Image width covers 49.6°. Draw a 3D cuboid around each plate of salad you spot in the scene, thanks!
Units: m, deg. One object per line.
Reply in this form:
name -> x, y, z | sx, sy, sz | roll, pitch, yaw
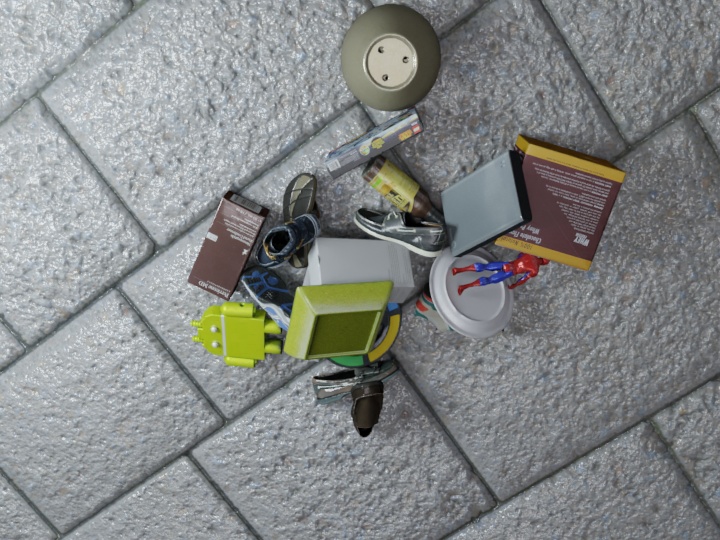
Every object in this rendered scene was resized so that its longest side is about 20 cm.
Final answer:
plate of salad -> 0.225, 0.043, 1.591 | 0.197, 0.048, 0.203 | 8, 67, -20

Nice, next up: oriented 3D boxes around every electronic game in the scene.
electronic game -> -0.005, 0.112, 1.639 | 0.197, 0.042, 0.203 | -7, 111, -19

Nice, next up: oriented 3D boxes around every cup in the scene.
cup -> 0.056, -0.393, 1.457 | 0.197, 0.143, 0.204 | 1, 108, 3

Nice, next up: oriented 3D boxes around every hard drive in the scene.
hard drive -> 0.238, -0.124, 1.499 | 0.032, 0.199, 0.142 | 4, 69, -34

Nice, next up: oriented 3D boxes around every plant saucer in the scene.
plant saucer -> -0.040, 0.110, 1.531 | 0.196, 0.048, 0.202 | -3, 138, -19

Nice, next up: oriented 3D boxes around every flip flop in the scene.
flip flop -> -0.114, -0.103, 1.597 | 0.080, 0.057, 0.203 | 20, 116, 38

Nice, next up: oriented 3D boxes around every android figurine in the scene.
android figurine -> -0.264, 0.135, 1.665 | 0.196, 0.041, 0.184 | 6, 131, -2

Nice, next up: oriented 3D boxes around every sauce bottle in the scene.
sauce bottle -> 0.094, -0.152, 1.570 | 0.199, 0.065, 0.065 | 37, 105, -10

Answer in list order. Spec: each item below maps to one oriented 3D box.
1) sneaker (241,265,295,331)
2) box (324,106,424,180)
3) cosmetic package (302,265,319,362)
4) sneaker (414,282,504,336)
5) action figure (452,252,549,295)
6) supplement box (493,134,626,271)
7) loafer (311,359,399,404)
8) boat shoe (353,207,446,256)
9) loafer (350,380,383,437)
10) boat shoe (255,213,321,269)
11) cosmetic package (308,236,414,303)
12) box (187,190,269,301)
sneaker -> -0.173, 0.071, 1.605 | 0.200, 0.075, 0.077 | 42, 144, 15
box -> 0.028, -0.248, 1.506 | 0.198, 0.137, 0.040 | -27, 105, 11
cosmetic package -> -0.099, 0.088, 1.661 | 0.081, 0.051, 0.203 | 16, 107, -2
sneaker -> 0.206, 0.099, 1.653 | 0.197, 0.071, 0.094 | 23, 130, -10
action figure -> 0.284, 0.006, 1.574 | 0.197, 0.099, 0.066 | -13, 74, -4
supplement box -> 0.377, -0.135, 1.529 | 0.194, 0.133, 0.203 | 16, 107, -3
loafer -> -0.014, 0.231, 1.694 | 0.198, 0.072, 0.064 | -23, 99, 11
boat shoe -> 0.079, -0.093, 1.564 | 0.198, 0.072, 0.069 | 21, 122, 21
loafer -> 0.019, 0.297, 1.659 | 0.072, 0.072, 0.201 | -9, 148, -7
boat shoe -> -0.171, -0.052, 1.561 | 0.199, 0.090, 0.072 | -32, 85, 42
cosmetic package -> 0.000, 0.000, 1.561 | 0.197, 0.109, 0.085 | 3, 153, -16
box -> -0.274, -0.051, 1.614 | 0.099, 0.075, 0.202 | 24, 108, -5
